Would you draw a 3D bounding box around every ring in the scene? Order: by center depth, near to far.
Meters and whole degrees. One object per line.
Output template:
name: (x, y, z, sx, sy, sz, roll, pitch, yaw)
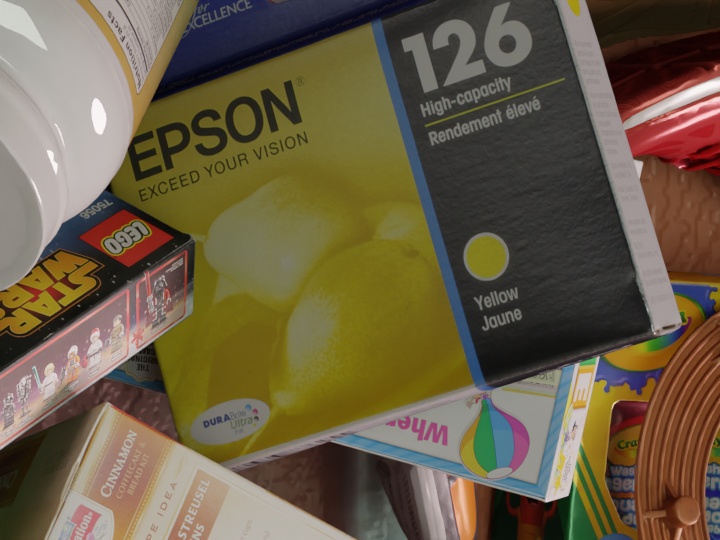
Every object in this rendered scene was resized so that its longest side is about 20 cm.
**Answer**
ring: (0.204, 0.105, 1.167, 0.199, 0.019, 0.202, 8, 74, -27)

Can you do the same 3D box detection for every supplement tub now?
supplement tub: (-0.135, -0.104, 0.984, 0.144, 0.144, 0.201, 41, 48, -24)

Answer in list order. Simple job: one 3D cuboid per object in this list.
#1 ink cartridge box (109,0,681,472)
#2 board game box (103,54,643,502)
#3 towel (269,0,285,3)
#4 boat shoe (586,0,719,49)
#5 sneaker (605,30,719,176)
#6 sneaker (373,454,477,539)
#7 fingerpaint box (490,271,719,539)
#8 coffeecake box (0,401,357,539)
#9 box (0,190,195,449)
ink cartridge box: (0.000, -0.044, 1.032, 0.196, 0.047, 0.201, -19, 86, 20)
board game box: (0.000, 0.000, 1.073, 0.034, 0.199, 0.136, 1, 103, -70)
towel: (0.014, -0.068, 1.167, 0.199, 0.023, 0.145, -32, 108, -19)
boat shoe: (0.091, -0.133, 1.153, 0.198, 0.072, 0.065, -12, 64, -12)
sneaker: (0.179, -0.049, 1.208, 0.199, 0.078, 0.116, -20, 105, -31)
sneaker: (0.055, 0.018, 1.133, 0.111, 0.078, 0.202, -9, 98, -14)
fingerpaint box: (0.164, 0.086, 1.227, 0.199, 0.073, 0.168, 4, 93, -27)
coffeecake box: (-0.053, 0.138, 1.063, 0.199, 0.153, 0.073, 30, 69, -17)
box: (-0.175, 0.019, 0.988, 0.200, 0.136, 0.040, -35, 142, -40)
